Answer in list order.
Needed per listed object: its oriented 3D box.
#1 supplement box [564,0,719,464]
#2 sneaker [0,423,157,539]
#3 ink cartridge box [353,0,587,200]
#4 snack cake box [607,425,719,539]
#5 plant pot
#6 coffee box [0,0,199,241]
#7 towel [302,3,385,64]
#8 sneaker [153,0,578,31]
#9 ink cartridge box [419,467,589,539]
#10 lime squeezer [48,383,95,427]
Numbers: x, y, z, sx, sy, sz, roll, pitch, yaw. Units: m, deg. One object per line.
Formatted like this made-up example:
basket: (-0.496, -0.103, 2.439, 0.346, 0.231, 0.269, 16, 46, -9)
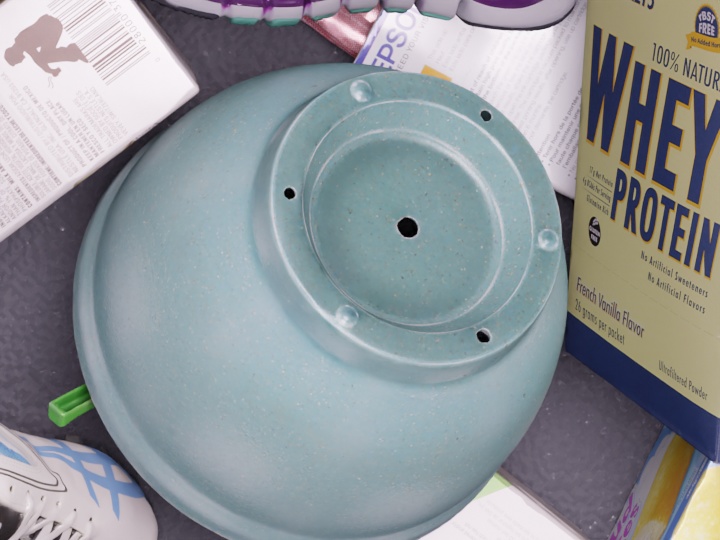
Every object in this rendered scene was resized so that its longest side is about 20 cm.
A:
supplement box: (0.202, -0.048, 1.076, 0.199, 0.134, 0.200, -5, 109, -22)
sneaker: (-0.152, 0.096, 1.100, 0.072, 0.200, 0.073, -36, 52, 17)
ink cartridge box: (0.125, -0.124, 1.152, 0.200, 0.043, 0.197, 28, 96, -6)
snack cake box: (0.131, 0.158, 1.148, 0.067, 0.115, 0.200, 25, 93, -6)
plant pot: (0.000, 0.000, 1.060, 0.200, 0.134, 0.201, 7, 68, -19)
coffee box: (-0.168, -0.048, 1.107, 0.200, 0.113, 0.080, -37, 100, 1)
towel: (0.008, -0.207, 1.149, 0.144, 0.023, 0.200, 38, 91, -5)
sneaker: (-0.001, -0.148, 1.063, 0.199, 0.074, 0.088, -1, 125, -21)
ink cartridge box: (-0.003, 0.163, 1.162, 0.117, 0.067, 0.200, 39, 91, -6)
lime squeezer: (-0.065, 0.011, 1.148, 0.038, 0.071, 0.200, 31, 58, 28)
